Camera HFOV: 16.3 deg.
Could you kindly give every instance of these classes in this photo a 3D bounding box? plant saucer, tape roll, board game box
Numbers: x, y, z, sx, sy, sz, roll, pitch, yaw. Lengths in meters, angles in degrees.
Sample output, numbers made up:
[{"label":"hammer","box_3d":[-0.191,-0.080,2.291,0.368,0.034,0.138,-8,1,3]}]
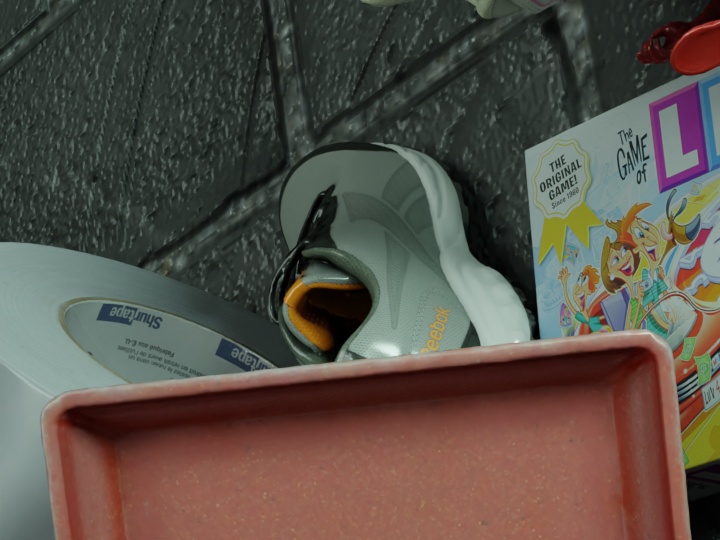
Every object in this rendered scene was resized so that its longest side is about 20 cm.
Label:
[{"label":"plant saucer","box_3d":[0.009,0.126,0.812,0.037,0.198,0.201,-80,-17,-83]},{"label":"tape roll","box_3d":[-0.075,0.063,0.935,0.200,0.199,0.067,39,111,49]},{"label":"board game box","box_3d":[0.137,-0.006,0.823,0.199,0.034,0.136,-25,61,46]}]

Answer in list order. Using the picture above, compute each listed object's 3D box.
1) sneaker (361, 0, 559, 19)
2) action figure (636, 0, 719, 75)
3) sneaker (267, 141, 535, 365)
[{"label":"sneaker","box_3d":[0.058,-0.119,0.758,0.199,0.081,0.088,-13,34,55]},{"label":"action figure","box_3d":[0.103,-0.093,0.812,0.098,0.065,0.201,-25,26,25]},{"label":"sneaker","box_3d":[0.000,0.000,0.944,0.200,0.079,0.074,-125,50,-61]}]
